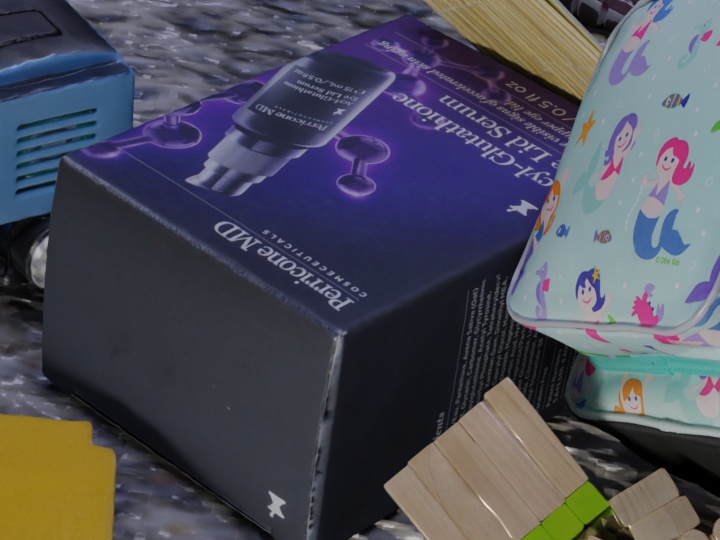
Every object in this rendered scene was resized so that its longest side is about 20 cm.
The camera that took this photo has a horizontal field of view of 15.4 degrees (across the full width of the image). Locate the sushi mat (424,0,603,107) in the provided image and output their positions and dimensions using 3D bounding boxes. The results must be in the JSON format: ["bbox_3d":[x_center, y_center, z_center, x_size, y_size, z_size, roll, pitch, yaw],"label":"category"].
[{"bbox_3d":[0.107,-0.054,1.058,0.012,0.200,0.096,-51,19,-11],"label":"sushi mat"}]

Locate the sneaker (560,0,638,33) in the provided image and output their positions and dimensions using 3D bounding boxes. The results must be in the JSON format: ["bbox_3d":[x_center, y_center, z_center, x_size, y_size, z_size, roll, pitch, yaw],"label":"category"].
[{"bbox_3d":[0.114,-0.192,1.327,0.200,0.116,0.076,22,35,21],"label":"sneaker"}]

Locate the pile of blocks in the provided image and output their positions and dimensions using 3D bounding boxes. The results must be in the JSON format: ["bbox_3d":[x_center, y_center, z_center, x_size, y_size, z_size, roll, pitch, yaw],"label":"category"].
[{"bbox_3d":[0.105,0.111,0.929,0.200,0.082,0.062,25,-7,9],"label":"pile of blocks"}]

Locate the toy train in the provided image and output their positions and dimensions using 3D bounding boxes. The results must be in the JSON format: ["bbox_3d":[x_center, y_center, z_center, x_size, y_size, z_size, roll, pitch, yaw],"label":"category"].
[{"bbox_3d":[-0.164,-0.074,1.087,0.087,0.114,0.200,-13,39,-30],"label":"toy train"}]

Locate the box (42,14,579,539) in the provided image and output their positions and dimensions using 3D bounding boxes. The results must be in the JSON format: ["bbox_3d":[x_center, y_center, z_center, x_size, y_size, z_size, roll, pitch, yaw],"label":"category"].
[{"bbox_3d":[0.000,0.000,1.020,0.148,0.104,0.200,31,39,30],"label":"box"}]

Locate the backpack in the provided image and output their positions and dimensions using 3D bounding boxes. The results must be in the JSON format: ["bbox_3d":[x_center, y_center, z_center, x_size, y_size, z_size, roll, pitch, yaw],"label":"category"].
[{"bbox_3d":[0.156,-0.026,0.924,0.150,0.200,0.177,32,-11,-23],"label":"backpack"}]

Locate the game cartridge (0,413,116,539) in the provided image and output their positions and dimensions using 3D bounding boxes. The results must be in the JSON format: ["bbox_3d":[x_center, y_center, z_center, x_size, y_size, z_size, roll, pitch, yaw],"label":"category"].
[{"bbox_3d":[-0.184,0.104,0.893,0.200,0.032,0.176,7,33,-7],"label":"game cartridge"}]
